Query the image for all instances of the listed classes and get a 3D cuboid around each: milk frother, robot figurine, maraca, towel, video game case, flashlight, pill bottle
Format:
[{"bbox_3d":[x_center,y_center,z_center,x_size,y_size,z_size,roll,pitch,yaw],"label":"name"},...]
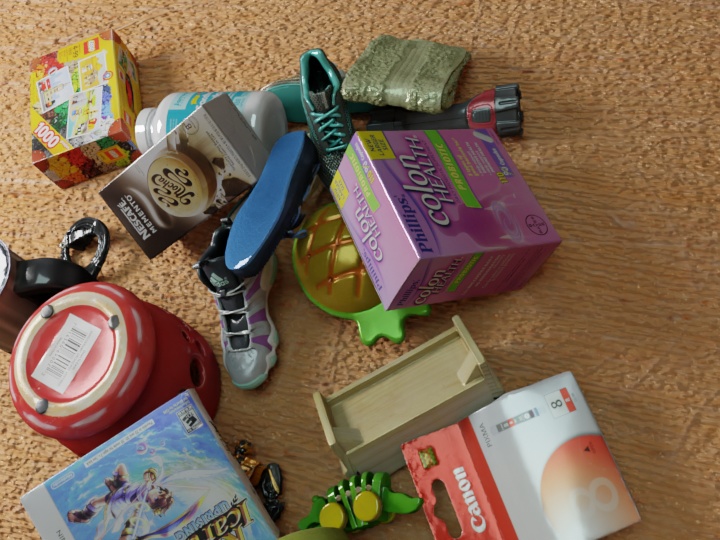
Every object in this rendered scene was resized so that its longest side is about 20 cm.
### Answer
[{"bbox_3d":[-0.423,0.000,0.960,0.179,0.188,0.201,-26,62,1],"label":"milk frother"},{"bbox_3d":[-0.170,0.285,0.834,0.143,0.058,0.202,16,71,17],"label":"robot figurine"},{"bbox_3d":[0.000,0.000,0.892,0.137,0.107,0.200,-46,66,3],"label":"maraca"},{"bbox_3d":[0.062,-0.262,0.970,0.146,0.037,0.201,10,37,12],"label":"towel"},{"bbox_3d":[-0.213,0.254,0.767,0.199,0.045,0.182,-32,87,-8],"label":"video game case"},{"bbox_3d":[0.113,-0.201,0.980,0.197,0.068,0.069,-3,57,20],"label":"flashlight"},{"bbox_3d":[-0.208,-0.191,1.031,0.197,0.111,0.112,3,67,16],"label":"pill bottle"}]

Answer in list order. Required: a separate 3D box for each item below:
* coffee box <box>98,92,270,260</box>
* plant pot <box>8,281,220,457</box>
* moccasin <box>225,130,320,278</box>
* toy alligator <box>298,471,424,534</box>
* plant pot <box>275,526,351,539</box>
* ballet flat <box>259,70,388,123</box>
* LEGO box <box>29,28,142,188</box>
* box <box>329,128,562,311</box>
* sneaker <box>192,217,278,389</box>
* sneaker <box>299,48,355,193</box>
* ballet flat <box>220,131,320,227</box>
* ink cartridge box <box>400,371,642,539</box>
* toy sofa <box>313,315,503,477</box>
[{"bbox_3d":[-0.222,-0.118,0.957,0.199,0.080,0.113,-32,102,25],"label":"coffee box"},{"bbox_3d":[-0.287,0.125,0.873,0.198,0.183,0.203,-5,66,11],"label":"plant pot"},{"bbox_3d":[-0.089,-0.073,0.881,0.080,0.068,0.202,7,61,38],"label":"moccasin"},{"bbox_3d":[-0.027,0.258,0.803,0.198,0.059,0.055,-24,62,18],"label":"toy alligator"},{"bbox_3d":[-0.034,0.362,0.709,0.185,0.188,0.202,-21,53,5],"label":"plant pot"},{"bbox_3d":[-0.046,-0.250,1.051,0.197,0.071,0.066,3,39,13],"label":"ballet flat"},{"bbox_3d":[-0.416,-0.245,1.131,0.147,0.077,0.202,-19,63,7],"label":"LEGO box"},{"bbox_3d":[0.094,-0.065,0.847,0.198,0.097,0.177,-7,58,-29],"label":"box"},{"bbox_3d":[-0.159,0.033,0.897,0.077,0.140,0.202,-14,62,16],"label":"sneaker"},{"bbox_3d":[-0.043,-0.192,0.948,0.077,0.091,0.202,-18,75,6],"label":"sneaker"},{"bbox_3d":[-0.105,-0.103,0.992,0.062,0.068,0.201,37,80,16],"label":"ballet flat"},{"bbox_3d":[0.159,0.213,0.763,0.198,0.050,0.164,-19,67,-6],"label":"ink cartridge box"},{"bbox_3d":[0.055,0.148,0.833,0.198,0.098,0.083,-29,39,2],"label":"toy sofa"}]
